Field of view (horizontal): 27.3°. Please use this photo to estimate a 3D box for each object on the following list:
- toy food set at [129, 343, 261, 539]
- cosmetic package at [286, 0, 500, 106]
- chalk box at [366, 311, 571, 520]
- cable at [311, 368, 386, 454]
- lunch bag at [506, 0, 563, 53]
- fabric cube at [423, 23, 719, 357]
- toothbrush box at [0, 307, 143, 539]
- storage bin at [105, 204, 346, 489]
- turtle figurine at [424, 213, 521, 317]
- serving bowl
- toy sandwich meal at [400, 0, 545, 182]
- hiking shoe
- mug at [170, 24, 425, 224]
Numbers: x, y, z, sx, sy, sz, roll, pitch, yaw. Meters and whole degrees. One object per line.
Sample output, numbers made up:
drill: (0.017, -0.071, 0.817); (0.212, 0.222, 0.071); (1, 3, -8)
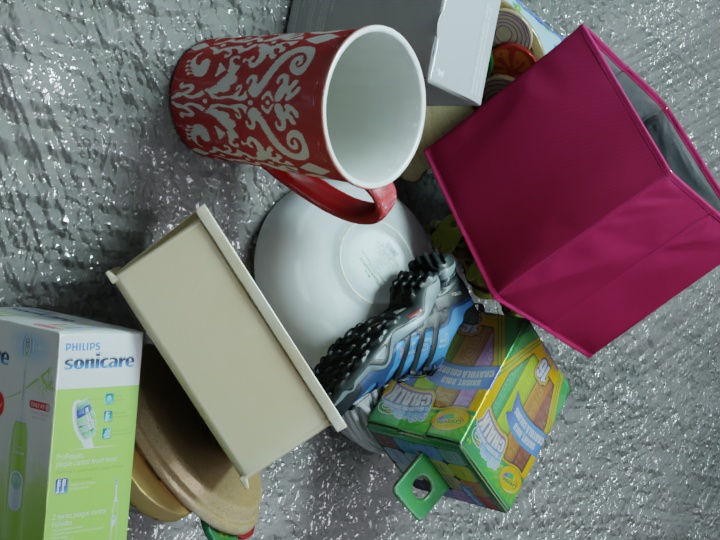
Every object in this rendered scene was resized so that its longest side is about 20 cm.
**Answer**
toy food set: (-0.151, 0.148, 1.260); (0.049, 0.201, 0.198); (-36, 133, 11)
cosmetic package: (0.024, -0.212, 1.373); (0.090, 0.199, 0.108); (18, 83, -49)
chalk box: (0.100, 0.153, 1.477); (0.201, 0.123, 0.125); (-60, 136, -25)
cable: (0.035, 0.091, 1.540); (0.200, 0.069, 0.201); (-54, 133, -30)
lunch bag: (0.136, -0.213, 1.600); (0.200, 0.082, 0.162); (33, 74, -46)
fabric cube: (0.217, -0.070, 1.420); (0.200, 0.199, 0.197); (28, 30, -49)
toothbrush box: (-0.252, 0.136, 1.150); (0.086, 0.145, 0.202); (3, 95, -49)
storage bin: (-0.111, 0.057, 1.211); (0.093, 0.199, 0.201); (-34, 95, -4)
turtle figurine: (0.131, 0.006, 1.531); (0.064, 0.201, 0.161); (-32, 160, 1)
serving bowl: (0.000, 0.000, 1.422); (0.199, 0.066, 0.202); (11, 69, -30)
toy sandwich meal: (0.086, -0.181, 1.467); (0.070, 0.203, 0.207); (-66, 148, -66)
hiking shoe: (0.035, 0.077, 1.355); (0.200, 0.074, 0.087); (-46, 113, -16)
mug: (-0.060, -0.124, 1.290); (0.133, 0.199, 0.179); (-16, 109, -47)
